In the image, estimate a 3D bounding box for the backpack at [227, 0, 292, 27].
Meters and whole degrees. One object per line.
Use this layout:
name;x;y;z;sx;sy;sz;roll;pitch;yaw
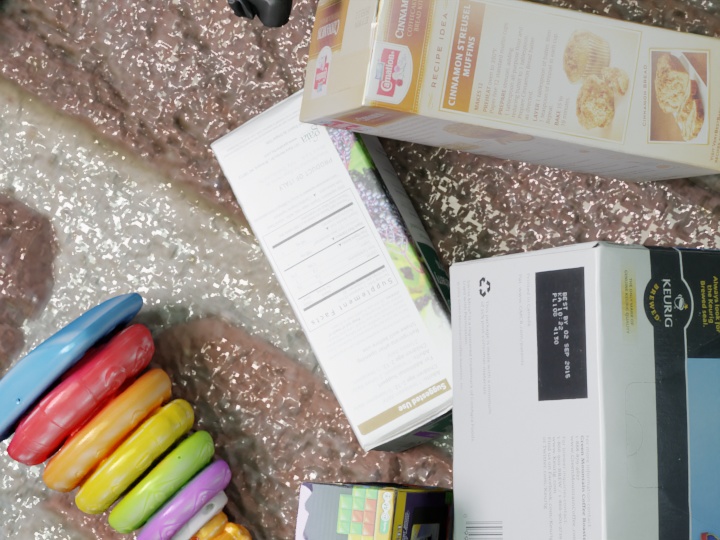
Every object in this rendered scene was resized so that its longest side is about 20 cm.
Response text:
backpack;-0.016;-0.257;1.610;0.147;0.200;0.183;-19;108;19

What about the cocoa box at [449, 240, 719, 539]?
cocoa box;0.138;0.090;1.603;0.133;0.131;0.200;-7;83;54

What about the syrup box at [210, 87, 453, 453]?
syrup box;0.000;0.000;1.696;0.081;0.079;0.200;-30;79;10

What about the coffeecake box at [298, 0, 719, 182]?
coffeecake box;0.083;-0.100;1.606;0.200;0.154;0.073;10;88;-13

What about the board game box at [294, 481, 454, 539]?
board game box;0.002;0.215;1.635;0.057;0.165;0.200;5;86;14

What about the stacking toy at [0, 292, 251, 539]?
stacking toy;-0.116;0.119;1.714;0.200;0.110;0.116;46;113;2
